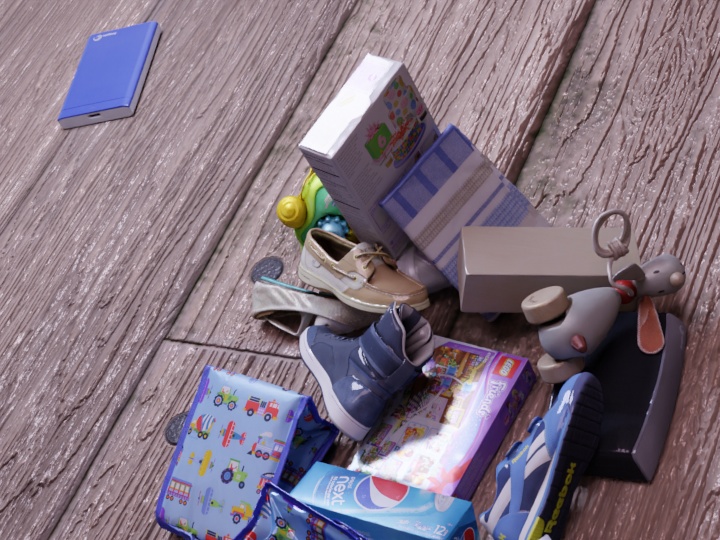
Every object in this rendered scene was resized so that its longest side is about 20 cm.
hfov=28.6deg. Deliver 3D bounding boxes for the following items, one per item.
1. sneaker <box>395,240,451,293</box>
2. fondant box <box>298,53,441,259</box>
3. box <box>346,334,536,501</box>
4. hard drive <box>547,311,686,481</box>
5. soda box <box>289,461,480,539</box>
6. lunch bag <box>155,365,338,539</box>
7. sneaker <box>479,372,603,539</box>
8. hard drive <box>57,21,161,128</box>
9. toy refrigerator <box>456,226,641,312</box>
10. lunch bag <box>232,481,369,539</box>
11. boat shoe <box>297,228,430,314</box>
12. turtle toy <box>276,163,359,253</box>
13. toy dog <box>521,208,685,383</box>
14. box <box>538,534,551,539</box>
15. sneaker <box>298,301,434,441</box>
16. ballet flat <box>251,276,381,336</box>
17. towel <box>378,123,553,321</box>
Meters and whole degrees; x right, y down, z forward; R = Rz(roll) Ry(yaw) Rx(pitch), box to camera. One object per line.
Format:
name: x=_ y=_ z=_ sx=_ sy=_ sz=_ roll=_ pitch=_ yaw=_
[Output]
sneaker: x=0.096 y=-0.050 z=1.739 sx=0.087 sy=0.082 sz=0.202 roll=-10 pitch=55 yaw=17
fondant box: x=0.026 y=-0.131 z=1.645 sx=0.058 sy=0.200 sz=0.145 roll=23 pitch=69 yaw=36
box: x=0.090 y=0.170 z=1.559 sx=0.136 sy=0.039 sz=0.201 roll=13 pitch=56 yaw=36
hard drive: x=0.269 y=0.126 z=1.507 sx=0.133 sy=0.043 sz=0.201 roll=2 pitch=51 yaw=28
soda box: x=0.024 y=0.264 z=1.475 sx=0.198 sy=0.068 sz=0.064 roll=9 pitch=38 yaw=33
lunch bag: x=-0.141 y=0.229 z=1.588 sx=0.149 sy=0.094 sz=0.202 roll=13 pitch=66 yaw=33
sneaker: x=0.182 y=0.192 z=1.430 sx=0.082 sy=0.074 sz=0.202 roll=20 pitch=83 yaw=42
hard drive: x=-0.403 y=-0.317 z=2.272 sx=0.130 sy=0.025 sz=0.202 roll=-8 pitch=47 yaw=20
toy refrigerator: x=0.211 y=0.001 z=1.592 sx=0.197 sy=0.070 sz=0.077 roll=0 pitch=47 yaw=-3
lunch bag: x=-0.013 y=0.310 z=1.399 sx=0.198 sy=0.151 sz=0.095 roll=12 pitch=55 yaw=34
boat shoe: x=0.000 y=0.000 z=1.665 sx=0.199 sy=0.067 sz=0.074 roll=19 pitch=25 yaw=39
turtle toy: x=-0.014 y=-0.100 z=1.782 sx=0.101 sy=0.146 sz=0.201 roll=33 pitch=93 yaw=17
toy dog: x=0.263 y=0.041 z=1.481 sx=0.200 sy=0.132 sz=0.096 roll=-46 pitch=22 yaw=-7
box: x=0.141 y=0.376 z=1.299 sx=0.199 sy=0.097 sz=0.177 roll=-32 pitch=44 yaw=-4
sneaker: x=0.009 y=0.085 z=1.609 sx=0.147 sy=0.077 sz=0.203 roll=-51 pitch=31 yaw=12
ballet flat: x=-0.054 y=0.054 z=1.738 sx=0.198 sy=0.067 sz=0.063 roll=11 pitch=85 yaw=38
towel: x=0.131 y=-0.056 z=1.657 sx=0.147 sy=0.200 sz=0.024 roll=-49 pitch=11 yaw=-19
